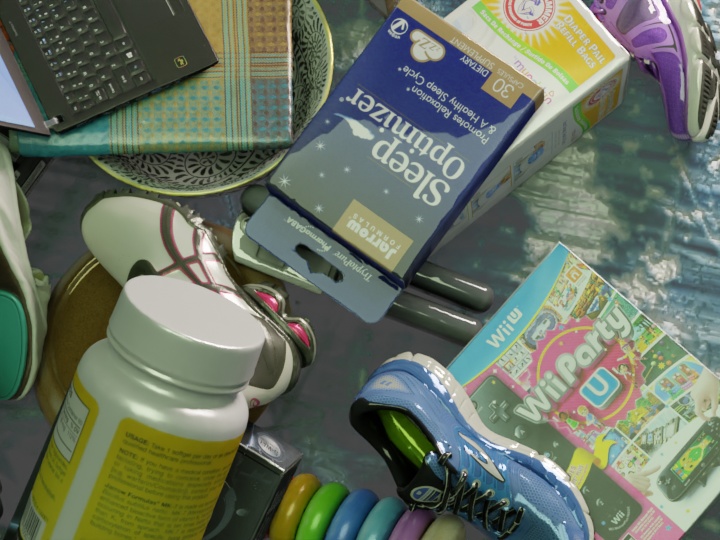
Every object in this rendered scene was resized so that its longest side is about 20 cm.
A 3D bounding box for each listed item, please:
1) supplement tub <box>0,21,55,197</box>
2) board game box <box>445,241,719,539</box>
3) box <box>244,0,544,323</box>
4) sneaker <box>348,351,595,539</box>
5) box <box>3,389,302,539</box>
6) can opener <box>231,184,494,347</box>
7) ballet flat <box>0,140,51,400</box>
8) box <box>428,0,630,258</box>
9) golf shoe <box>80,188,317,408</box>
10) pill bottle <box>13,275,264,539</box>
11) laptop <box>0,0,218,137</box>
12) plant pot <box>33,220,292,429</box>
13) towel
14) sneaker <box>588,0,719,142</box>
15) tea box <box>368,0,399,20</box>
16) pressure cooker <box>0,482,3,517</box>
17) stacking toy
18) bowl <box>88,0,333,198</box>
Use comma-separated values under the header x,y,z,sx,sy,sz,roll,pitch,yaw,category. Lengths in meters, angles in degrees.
x,y,z,sx,sy,sz,roll,pitch,yaw,category
-0.299,-0.080,1.461,0.122,0.123,0.201,32,81,12,supplement tub
0.166,0.104,1.405,0.200,0.064,0.148,41,83,14,board game box
0.021,-0.076,1.373,0.121,0.032,0.201,35,83,12,box
0.069,0.146,1.343,0.200,0.089,0.079,40,126,14,sneaker
-0.152,0.175,1.374,0.159,0.044,0.201,29,108,9,box
0.000,0.000,1.430,0.199,0.066,0.053,23,81,-7,can opener
-0.250,-0.003,1.415,0.069,0.070,0.202,-6,120,3,ballet flat
0.084,-0.118,1.446,0.199,0.101,0.113,-37,76,-5,box
-0.124,0.017,1.364,0.199,0.078,0.088,36,40,16,golf shoe
-0.138,0.113,1.266,0.114,0.114,0.201,26,107,11,pill bottle
-0.223,-0.194,1.361,0.199,0.103,0.178,-24,70,-10,laptop
-0.147,0.047,1.440,0.198,0.028,0.202,-5,64,11,plant pot
-0.146,-0.148,1.410,0.198,0.022,0.148,-1,69,-1,towel
0.212,-0.180,1.477,0.083,0.081,0.202,-22,67,16,sneaker
0.022,-0.335,1.490,0.196,0.134,0.200,-41,76,-6,tea box
-0.337,0.135,1.371,0.177,0.176,0.202,-15,102,6,pressure cooker
-0.030,0.174,1.400,0.199,0.085,0.086,23,79,15,stacking toy
-0.114,-0.127,1.465,0.199,0.094,0.203,-2,67,4,bowl
